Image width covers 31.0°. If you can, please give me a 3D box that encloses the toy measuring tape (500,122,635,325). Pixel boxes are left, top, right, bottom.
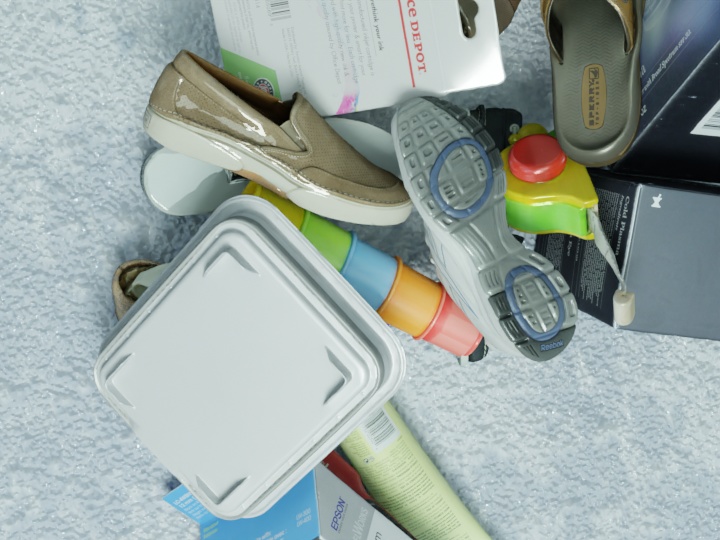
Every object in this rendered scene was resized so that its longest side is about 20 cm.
[{"bbox_3d":[0.133,-0.035,0.908,0.073,0.201,0.074,-6,135,-6],"label":"toy measuring tape"}]

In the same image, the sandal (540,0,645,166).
[{"bbox_3d":[0.150,-0.173,0.886,0.081,0.054,0.202,-2,85,30],"label":"sandal"}]

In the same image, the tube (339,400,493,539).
[{"bbox_3d":[0.036,0.173,1.038,0.052,0.058,0.201,-46,111,-38],"label":"tube"}]

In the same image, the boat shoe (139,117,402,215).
[{"bbox_3d":[-0.065,-0.079,0.968,0.198,0.064,0.071,-2,101,-13],"label":"boat shoe"}]

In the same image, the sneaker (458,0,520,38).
[{"bbox_3d":[0.047,-0.260,0.976,0.075,0.070,0.201,-38,103,-30],"label":"sneaker"}]

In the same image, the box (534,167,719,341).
[{"bbox_3d":[0.254,-0.012,0.984,0.198,0.182,0.105,7,97,-12],"label":"box"}]

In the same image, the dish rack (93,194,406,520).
[{"bbox_3d":[-0.085,0.069,0.881,0.172,0.044,0.200,46,116,1],"label":"dish rack"}]

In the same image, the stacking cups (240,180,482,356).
[{"bbox_3d":[0.000,0.000,0.936,0.199,0.060,0.061,25,93,-17],"label":"stacking cups"}]

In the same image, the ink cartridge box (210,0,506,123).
[{"bbox_3d":[0.001,-0.177,0.925,0.198,0.067,0.118,-6,107,14],"label":"ink cartridge box"}]

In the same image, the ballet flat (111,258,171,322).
[{"bbox_3d":[-0.097,0.029,0.928,0.198,0.068,0.068,7,133,22],"label":"ballet flat"}]

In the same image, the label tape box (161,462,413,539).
[{"bbox_3d":[-0.045,0.223,0.975,0.200,0.066,0.143,41,128,-19],"label":"label tape box"}]

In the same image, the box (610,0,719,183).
[{"bbox_3d":[0.254,-0.194,0.915,0.122,0.200,0.200,5,66,-11],"label":"box"}]

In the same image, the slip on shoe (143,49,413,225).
[{"bbox_3d":[-0.048,-0.091,0.897,0.199,0.076,0.061,22,111,-10],"label":"slip on shoe"}]

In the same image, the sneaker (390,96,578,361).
[{"bbox_3d":[0.070,-0.023,0.900,0.074,0.087,0.201,-25,89,-24],"label":"sneaker"}]

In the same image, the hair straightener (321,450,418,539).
[{"bbox_3d":[-0.006,0.191,1.025,0.199,0.077,0.041,38,54,-5],"label":"hair straightener"}]

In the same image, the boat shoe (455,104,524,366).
[{"bbox_3d":[0.098,-0.026,1.005,0.060,0.076,0.202,-1,99,-6],"label":"boat shoe"}]
